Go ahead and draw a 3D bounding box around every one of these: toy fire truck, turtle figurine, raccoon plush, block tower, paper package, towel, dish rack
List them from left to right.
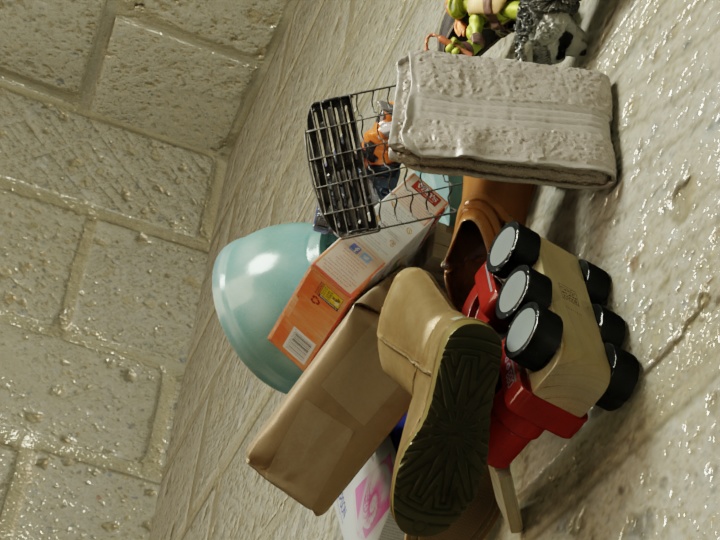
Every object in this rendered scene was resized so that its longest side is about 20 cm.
[{"bbox_3d":[0.002,0.116,1.248,0.201,0.103,0.191,-54,-5,20],"label":"paper package"},{"bbox_3d":[0.046,-0.114,1.229,0.055,0.198,0.155,155,103,-87],"label":"dish rack"},{"bbox_3d":[0.069,0.016,1.425,0.200,0.057,0.055,130,154,-54],"label":"block tower"},{"bbox_3d":[0.146,-0.278,1.315,0.160,0.064,0.202,2,67,39],"label":"turtle figurine"},{"bbox_3d":[0.125,-0.136,1.091,0.035,0.197,0.134,94,-178,-52],"label":"towel"},{"bbox_3d":[0.127,0.095,1.001,0.201,0.128,0.177,-54,20,27],"label":"toy fire truck"},{"bbox_3d":[0.155,-0.290,1.215,0.134,0.200,0.096,-49,-17,23],"label":"raccoon plush"}]

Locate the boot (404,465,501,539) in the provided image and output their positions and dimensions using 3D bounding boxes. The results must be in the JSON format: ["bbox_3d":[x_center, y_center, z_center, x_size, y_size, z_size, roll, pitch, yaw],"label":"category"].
[{"bbox_3d":[0.076,0.172,1.144,0.155,0.076,0.202,168,121,-73],"label":"boot"}]

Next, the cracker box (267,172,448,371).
[{"bbox_3d":[0.000,0.000,1.297,0.200,0.058,0.134,-44,-10,-43],"label":"cracker box"}]

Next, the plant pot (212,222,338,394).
[{"bbox_3d":[-0.056,0.025,1.445,0.134,0.200,0.202,-30,36,30],"label":"plant pot"}]

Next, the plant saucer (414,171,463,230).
[{"bbox_3d":[0.090,-0.128,1.432,0.200,0.027,0.203,172,90,-82],"label":"plant saucer"}]

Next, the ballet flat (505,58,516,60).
[{"bbox_3d":[0.164,-0.152,1.226,0.201,0.069,0.070,-94,25,-56],"label":"ballet flat"}]

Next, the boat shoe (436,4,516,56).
[{"bbox_3d":[0.155,-0.303,1.390,0.201,0.074,0.074,-53,29,29],"label":"boat shoe"}]

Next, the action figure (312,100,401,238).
[{"bbox_3d":[0.014,-0.100,1.334,0.201,0.104,0.195,-76,11,-55],"label":"action figure"}]

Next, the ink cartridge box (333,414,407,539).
[{"bbox_3d":[0.030,0.219,1.357,0.197,0.043,0.202,-117,44,-72],"label":"ink cartridge box"}]

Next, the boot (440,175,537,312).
[{"bbox_3d":[0.112,-0.061,1.111,0.155,0.073,0.203,-30,-67,-65],"label":"boot"}]

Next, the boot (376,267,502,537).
[{"bbox_3d":[0.051,0.099,0.999,0.200,0.065,0.177,-143,72,-75],"label":"boot"}]
